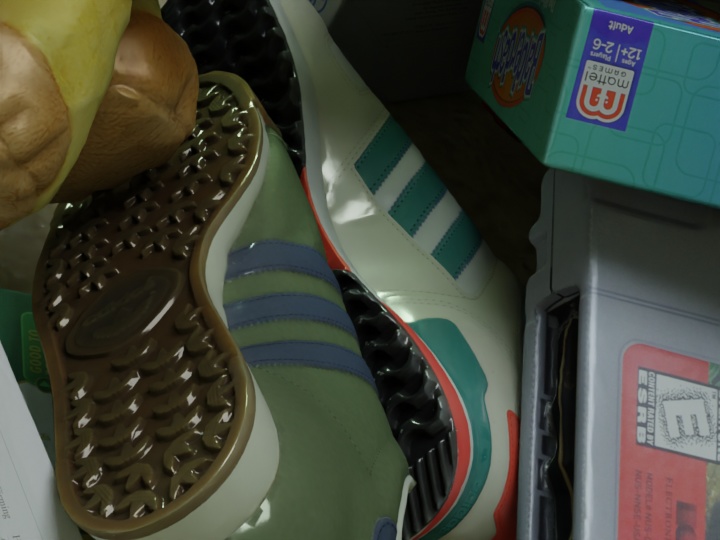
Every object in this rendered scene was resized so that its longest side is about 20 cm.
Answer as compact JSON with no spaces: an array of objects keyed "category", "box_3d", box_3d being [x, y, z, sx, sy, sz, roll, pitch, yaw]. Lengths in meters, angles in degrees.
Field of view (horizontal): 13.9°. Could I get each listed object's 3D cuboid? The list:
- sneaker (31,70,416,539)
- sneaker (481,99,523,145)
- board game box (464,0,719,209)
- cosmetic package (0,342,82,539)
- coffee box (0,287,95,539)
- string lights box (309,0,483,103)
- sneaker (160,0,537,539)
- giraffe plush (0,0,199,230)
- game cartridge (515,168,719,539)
[{"category":"sneaker","box_3d":[-0.029,0.034,0.710,0.090,0.067,0.200,55,13,-26]},{"category":"sneaker","box_3d":[0.131,-0.088,0.912,0.199,0.073,0.077,-19,34,6]},{"category":"board game box","box_3d":[0.137,-0.038,0.803,0.199,0.045,0.152,13,10,-7]},{"category":"cosmetic package","box_3d":[-0.118,0.041,0.650,0.082,0.051,0.200,-4,52,-32]},{"category":"coffee box","box_3d":[-0.120,0.054,0.710,0.199,0.044,0.123,11,45,-22]},{"category":"string lights box","box_3d":[-0.022,-0.147,0.947,0.102,0.059,0.200,-10,56,-36]},{"category":"sneaker","box_3d":[0.000,0.000,0.826,0.093,0.070,0.200,20,35,-48]},{"category":"giraffe plush","box_3d":[-0.036,-0.116,0.692,0.200,0.162,0.173,-69,139,-64]},{"category":"game cartridge","box_3d":[0.103,0.078,0.769,0.133,0.041,0.201,15,66,-29]}]
